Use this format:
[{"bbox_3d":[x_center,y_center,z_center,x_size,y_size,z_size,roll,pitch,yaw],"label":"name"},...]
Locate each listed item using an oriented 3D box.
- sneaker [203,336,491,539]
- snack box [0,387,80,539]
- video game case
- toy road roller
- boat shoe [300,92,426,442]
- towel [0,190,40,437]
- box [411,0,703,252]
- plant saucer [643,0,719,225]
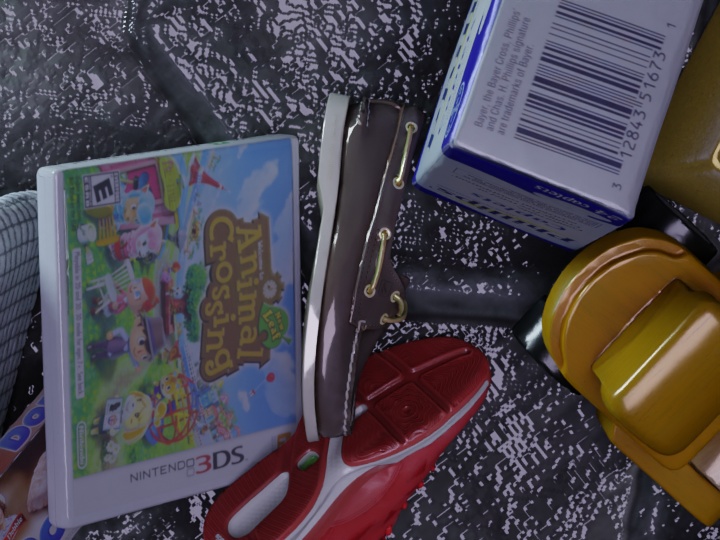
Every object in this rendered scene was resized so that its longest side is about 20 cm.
[{"bbox_3d":[0.003,0.132,1.429,0.200,0.078,0.116,-35,137,-11],"label":"sneaker"},{"bbox_3d":[-0.157,0.092,1.357,0.024,0.200,0.072,10,138,37],"label":"snack box"},{"bbox_3d":[-0.103,0.031,1.361,0.022,0.182,0.201,10,105,44],"label":"video game case"},{"bbox_3d":[0.189,0.062,1.353,0.200,0.146,0.123,41,99,-17],"label":"toy road roller"},{"bbox_3d":[0.000,0.000,1.380,0.059,0.072,0.201,5,84,-1],"label":"boat shoe"},{"bbox_3d":[-0.247,0.051,1.353,0.085,0.166,0.201,15,101,4],"label":"towel"},{"bbox_3d":[0.110,-0.120,1.283,0.104,0.200,0.185,20,84,-2],"label":"box"},{"bbox_3d":[0.290,-0.094,1.385,0.199,0.048,0.201,26,100,-5],"label":"plant saucer"}]
